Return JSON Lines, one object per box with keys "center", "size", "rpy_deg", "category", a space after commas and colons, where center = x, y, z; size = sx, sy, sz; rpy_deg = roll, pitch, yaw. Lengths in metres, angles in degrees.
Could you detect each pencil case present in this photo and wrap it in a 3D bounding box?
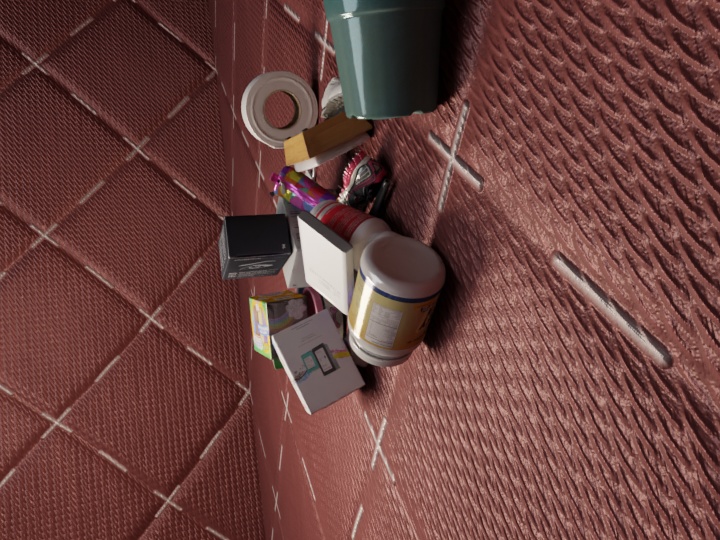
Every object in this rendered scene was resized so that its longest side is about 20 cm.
{"center": [-0.116, -0.170, 1.245], "size": [0.200, 0.088, 0.088], "rpy_deg": [31, 139, 8], "category": "pencil case"}

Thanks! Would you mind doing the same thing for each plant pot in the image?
{"center": [0.041, -0.344, 0.816], "size": [0.200, 0.200, 0.197], "rpy_deg": [-138, 40, -61], "category": "plant pot"}

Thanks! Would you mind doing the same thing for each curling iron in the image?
{"center": [0.034, -0.112, 1.093], "size": [0.050, 0.026, 0.200], "rpy_deg": [62, 149, 33], "category": "curling iron"}

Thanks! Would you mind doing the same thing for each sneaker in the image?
{"center": [0.000, -0.164, 1.110], "size": [0.075, 0.081, 0.200], "rpy_deg": [33, 156, 7], "category": "sneaker"}
{"center": [-0.044, -0.398, 1.172], "size": [0.200, 0.076, 0.081], "rpy_deg": [-175, 90, -67], "category": "sneaker"}

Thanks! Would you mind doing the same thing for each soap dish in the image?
{"center": [-0.081, -0.288, 1.163], "size": [0.081, 0.157, 0.200], "rpy_deg": [64, 164, -16], "category": "soap dish"}

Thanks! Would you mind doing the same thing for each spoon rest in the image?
{"center": [-0.013, 0.137, 1.248], "size": [0.099, 0.060, 0.200], "rpy_deg": [-150, 45, -66], "category": "spoon rest"}

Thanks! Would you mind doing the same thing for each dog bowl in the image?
{"center": [-0.108, 0.124, 1.446], "size": [0.200, 0.074, 0.201], "rpy_deg": [175, 90, -68], "category": "dog bowl"}

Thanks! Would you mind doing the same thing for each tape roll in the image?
{"center": [-0.220, -0.438, 1.433], "size": [0.071, 0.202, 0.203], "rpy_deg": [-142, 50, -61], "category": "tape roll"}

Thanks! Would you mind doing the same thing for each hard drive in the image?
{"center": [-0.066, -0.010, 1.036], "size": [0.132, 0.027, 0.200], "rpy_deg": [38, 151, 26], "category": "hard drive"}

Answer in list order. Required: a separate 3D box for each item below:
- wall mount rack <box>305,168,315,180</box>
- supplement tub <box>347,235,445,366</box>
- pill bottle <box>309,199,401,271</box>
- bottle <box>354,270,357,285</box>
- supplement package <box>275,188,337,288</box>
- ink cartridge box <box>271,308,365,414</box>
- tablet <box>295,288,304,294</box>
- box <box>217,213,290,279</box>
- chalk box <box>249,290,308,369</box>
{"center": [-0.173, -0.220, 1.533], "size": [0.174, 0.074, 0.200], "rpy_deg": [-117, 29, -44], "category": "wall mount rack"}
{"center": [0.056, 0.057, 0.910], "size": [0.145, 0.144, 0.200], "rpy_deg": [-117, 30, -43], "category": "supplement tub"}
{"center": [-0.010, -0.062, 1.040], "size": [0.200, 0.112, 0.113], "rpy_deg": [27, 122, 40], "category": "pill bottle"}
{"center": [0.000, 0.000, 1.105], "size": [0.200, 0.083, 0.065], "rpy_deg": [53, 169, 47], "category": "bottle"}
{"center": [-0.122, -0.083, 1.328], "size": [0.152, 0.150, 0.200], "rpy_deg": [111, 147, -48], "category": "supplement package"}
{"center": [-0.105, 0.221, 1.259], "size": [0.200, 0.146, 0.147], "rpy_deg": [62, 166, 7], "category": "ink cartridge box"}
{"center": [-0.160, 0.075, 1.542], "size": [0.130, 0.014, 0.201], "rpy_deg": [-39, -45, -63], "category": "tablet"}
{"center": [-0.265, -0.055, 1.291], "size": [0.200, 0.148, 0.105], "rpy_deg": [140, 123, -64], "category": "box"}
{"center": [-0.220, 0.167, 1.445], "size": [0.124, 0.124, 0.201], "rpy_deg": [11, 106, 56], "category": "chalk box"}
